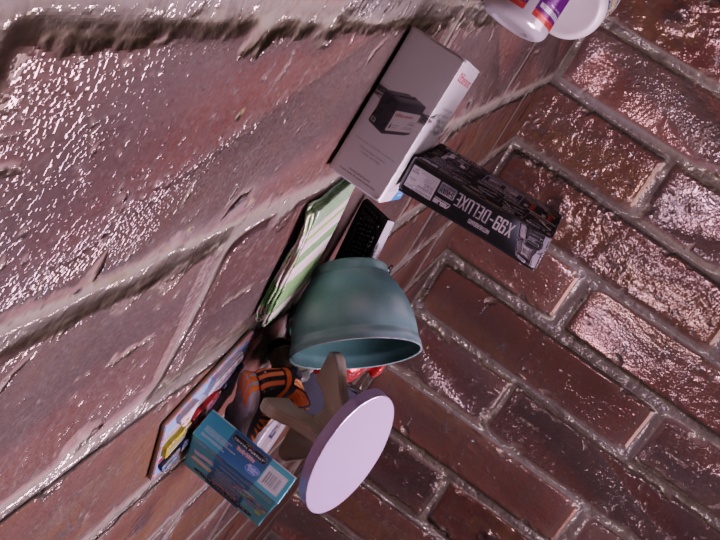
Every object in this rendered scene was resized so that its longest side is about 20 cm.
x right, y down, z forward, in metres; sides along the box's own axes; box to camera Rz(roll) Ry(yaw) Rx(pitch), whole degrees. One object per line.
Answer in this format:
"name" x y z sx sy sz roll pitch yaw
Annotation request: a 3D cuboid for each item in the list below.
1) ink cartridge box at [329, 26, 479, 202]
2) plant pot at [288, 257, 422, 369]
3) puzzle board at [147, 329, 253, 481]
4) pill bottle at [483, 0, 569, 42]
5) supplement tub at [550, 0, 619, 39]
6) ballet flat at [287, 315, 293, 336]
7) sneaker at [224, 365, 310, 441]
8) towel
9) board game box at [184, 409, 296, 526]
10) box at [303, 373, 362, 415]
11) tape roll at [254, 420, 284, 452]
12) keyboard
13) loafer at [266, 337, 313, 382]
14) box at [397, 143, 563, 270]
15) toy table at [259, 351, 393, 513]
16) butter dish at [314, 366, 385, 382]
"ink cartridge box" 0.058 -0.195 1.214 0.201 0.083 0.145 -58 172 12
"plant pot" -0.012 0.061 1.416 0.201 0.197 0.136 100 -14 -71
"puzzle board" -0.219 0.189 1.323 0.200 0.017 0.151 -50 170 -42
"pill bottle" 0.276 -0.450 1.406 0.201 0.112 0.112 -57 172 7
"supplement tub" 0.428 -0.542 1.842 0.200 0.144 0.145 -46 167 -51
"ballet flat" -0.088 0.092 1.605 0.074 0.074 0.200 -52 173 -26
"sneaker" -0.135 0.210 1.415 0.111 0.078 0.201 -7 148 -26
"towel" -0.074 -0.030 1.309 0.201 0.023 0.153 -63 171 30
"board game box" -0.179 0.290 1.377 0.047 0.150 0.200 -49 176 -26
"box" -0.049 0.325 2.229 0.125 0.199 0.197 -57 173 0
"tape roll" -0.191 0.289 1.718 0.201 0.066 0.200 -55 173 -10
"keyboard" 0.000 0.000 1.518 0.020 0.127 0.202 -1 125 -45
"loafer" -0.114 0.140 1.534 0.074 0.071 0.200 -12 -178 -8
"box" 0.160 -0.088 1.229 0.050 0.199 0.158 -61 172 20
"toy table" -0.047 0.227 1.351 0.183 0.117 0.201 25 103 -50
"butter dish" -0.015 0.144 1.798 0.200 0.147 0.200 -52 -172 -19
